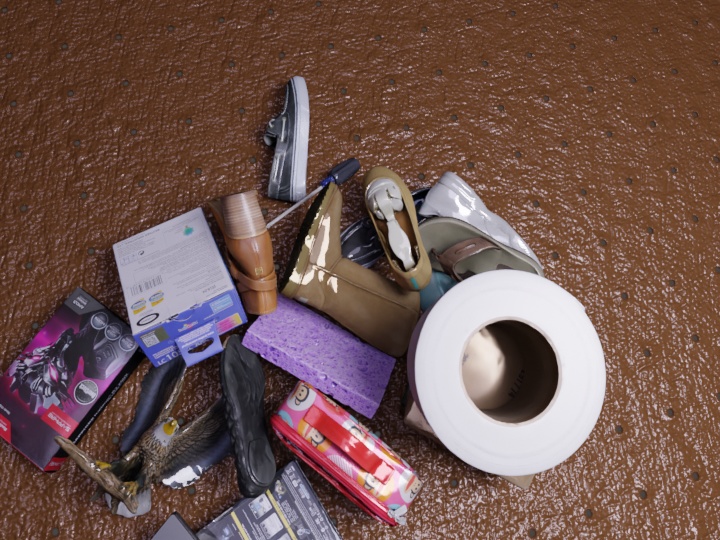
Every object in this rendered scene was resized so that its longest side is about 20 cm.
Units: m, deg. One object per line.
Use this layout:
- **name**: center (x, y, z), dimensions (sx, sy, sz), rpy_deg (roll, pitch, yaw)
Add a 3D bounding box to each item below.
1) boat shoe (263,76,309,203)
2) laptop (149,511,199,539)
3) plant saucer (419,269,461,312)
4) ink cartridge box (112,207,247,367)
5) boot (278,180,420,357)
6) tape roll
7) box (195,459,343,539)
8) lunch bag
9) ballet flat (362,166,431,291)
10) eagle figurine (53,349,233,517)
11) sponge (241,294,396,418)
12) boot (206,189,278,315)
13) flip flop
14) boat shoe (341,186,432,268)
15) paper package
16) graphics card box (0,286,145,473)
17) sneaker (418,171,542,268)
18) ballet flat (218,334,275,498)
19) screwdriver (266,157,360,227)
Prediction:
- **boat shoe**: center (-0.115, -0.206, 0.871), dimensions (0.069, 0.072, 0.207), rpy_deg (2, 74, -9)
- **laptop**: center (-0.230, 0.427, 0.636), dimensions (0.187, 0.115, 0.201), rpy_deg (45, 113, 9)
- **plant saucer**: center (0.177, 0.006, 0.852), dimensions (0.193, 0.036, 0.206), rpy_deg (2, 72, -5)
- **ink cartridge box**: center (-0.236, 0.028, 0.746), dimensions (0.134, 0.077, 0.202), rpy_deg (-24, 50, -11)
- **boot**: center (0.000, 0.000, 0.791), dimensions (0.196, 0.066, 0.179), rpy_deg (26, 78, -21)
- **tape roll**: center (0.152, 0.110, 0.638), dimensions (0.196, 0.139, 0.210), rpy_deg (0, 83, 2)
- **box**: center (-0.094, 0.371, 0.705), dimensions (0.159, 0.049, 0.202), rpy_deg (-33, 78, -16)
- **lunch bag**: center (-0.017, 0.220, 0.692), dimensions (0.198, 0.177, 0.082), rpy_deg (37, 72, 7)
- **ballet flat**: center (0.047, -0.071, 0.773), dimensions (0.067, 0.063, 0.204), rpy_deg (-26, 66, 10)
- **eagle figurine**: center (-0.245, 0.205, 0.718), dimensions (0.200, 0.147, 0.155), rpy_deg (-47, 124, -51)
- **sponge**: center (-0.052, 0.110, 0.766), dimensions (0.196, 0.030, 0.112), rpy_deg (30, 28, 4)
- **boot**: center (-0.159, -0.026, 0.781), dimensions (0.072, 0.200, 0.160), rpy_deg (-14, 101, -10)
- **flip flop**: center (0.153, -0.010, 0.772), dimensions (0.196, 0.083, 0.057), rpy_deg (26, 29, 16)
- **boat shoe**: center (0.040, -0.065, 0.844), dimensions (0.196, 0.066, 0.071), rpy_deg (-27, 76, -13)
- **paper package**: center (0.171, 0.146, 0.753), dimensions (0.187, 0.104, 0.204), rpy_deg (27, 85, 5)
- **graphics card box**: center (-0.386, 0.141, 0.749), dimensions (0.124, 0.051, 0.202), rpy_deg (34, 72, 6)
- **sneaker**: center (0.170, -0.044, 0.821), dimensions (0.200, 0.075, 0.089), rpy_deg (43, 94, 6)
- **ballet flat**: center (-0.148, 0.174, 0.698), dimensions (0.065, 0.057, 0.204), rpy_deg (15, 48, -42)
- **screwdriver**: center (-0.066, -0.116, 0.841), dimensions (0.200, 0.029, 0.028), rpy_deg (-44, 117, -37)
